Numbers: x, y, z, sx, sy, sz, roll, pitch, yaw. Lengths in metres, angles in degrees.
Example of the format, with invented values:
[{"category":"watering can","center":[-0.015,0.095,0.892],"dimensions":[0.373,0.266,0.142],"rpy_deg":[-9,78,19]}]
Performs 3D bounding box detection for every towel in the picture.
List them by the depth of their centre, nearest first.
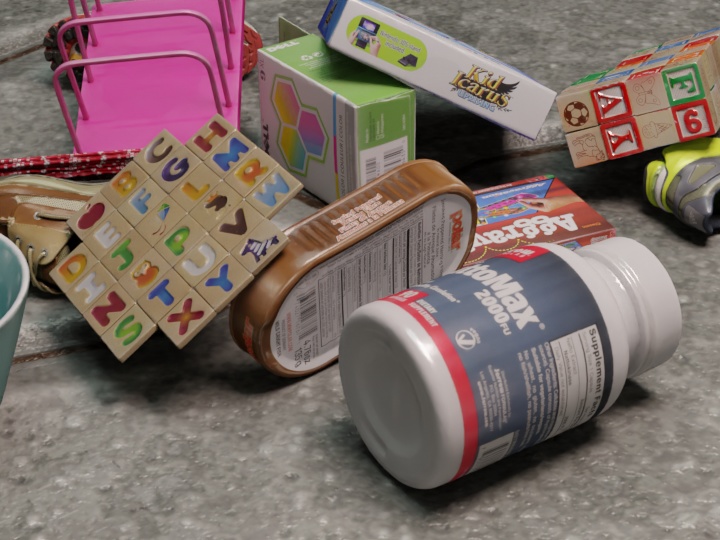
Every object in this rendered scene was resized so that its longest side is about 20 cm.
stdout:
[{"category":"towel","center":[-0.201,-0.079,1.313],"dimensions":[0.200,0.023,0.145],"rpy_deg":[-4,1,4]}]

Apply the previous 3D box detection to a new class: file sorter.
[{"category":"file sorter","center":[-0.177,-0.200,1.406],"dimensions":[0.139,0.126,0.200],"rpy_deg":[-4,50,4]}]

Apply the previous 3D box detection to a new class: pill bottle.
[{"category":"pill bottle","center":[0.098,0.049,1.054],"dimensions":[0.200,0.120,0.120],"rpy_deg":[-20,35,-28]}]

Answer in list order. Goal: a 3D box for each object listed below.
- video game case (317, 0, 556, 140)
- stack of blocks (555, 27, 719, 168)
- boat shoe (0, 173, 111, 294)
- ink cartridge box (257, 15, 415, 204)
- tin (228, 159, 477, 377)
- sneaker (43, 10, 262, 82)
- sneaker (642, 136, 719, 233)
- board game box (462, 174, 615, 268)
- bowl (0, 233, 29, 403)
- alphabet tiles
[{"category":"video game case","center":[0.058,-0.175,1.380],"dimensions":[0.181,0.046,0.200],"rpy_deg":[24,10,-9]},{"category":"stack of blocks","center":[0.242,-0.146,1.374],"dimensions":[0.115,0.059,0.200],"rpy_deg":[-13,11,23]},{"category":"boat shoe","center":[-0.224,-0.024,1.240],"dimensions":[0.200,0.076,0.074],"rpy_deg":[-4,47,4]},{"category":"ink cartridge box","center":[-0.036,-0.127,1.372],"dimensions":[0.059,0.104,0.200],"rpy_deg":[-20,35,-29]},{"category":"tin","center":[0.000,0.000,1.139],"dimensions":[0.200,0.112,0.042],"rpy_deg":[-31,55,-27]},{"category":"sneaker","center":[-0.191,-0.220,1.565],"dimensions":[0.200,0.078,0.082],"rpy_deg":[4,22,3]},{"category":"sneaker","center":[0.326,-0.070,1.302],"dimensions":[0.200,0.074,0.081],"rpy_deg":[-17,40,-10]},{"category":"board game box","center":[0.083,-0.026,1.279],"dimensions":[0.200,0.019,0.103],"rpy_deg":[-14,34,-19]},{"category":"bowl","center":[-0.307,0.058,1.073],"dimensions":[0.200,0.105,0.201],"rpy_deg":[-1,30,1]},{"category":"alphabet tiles","center":[-0.129,-0.027,1.138],"dimensions":[0.166,0.006,0.200],"rpy_deg":[-44,40,-4]}]
